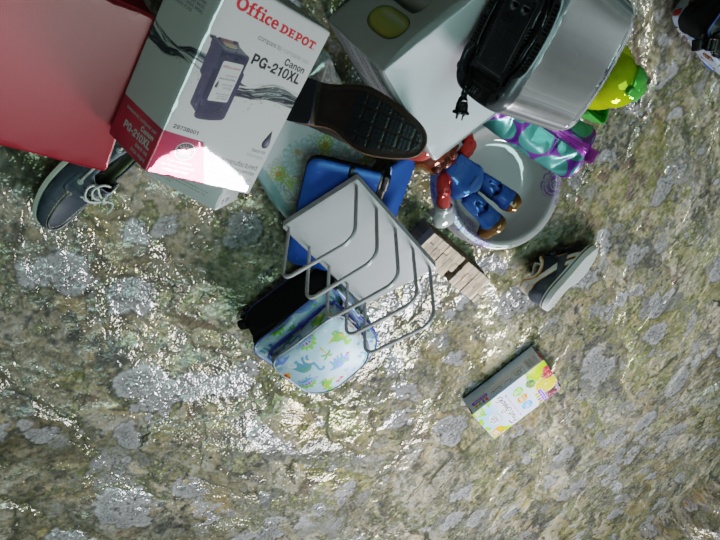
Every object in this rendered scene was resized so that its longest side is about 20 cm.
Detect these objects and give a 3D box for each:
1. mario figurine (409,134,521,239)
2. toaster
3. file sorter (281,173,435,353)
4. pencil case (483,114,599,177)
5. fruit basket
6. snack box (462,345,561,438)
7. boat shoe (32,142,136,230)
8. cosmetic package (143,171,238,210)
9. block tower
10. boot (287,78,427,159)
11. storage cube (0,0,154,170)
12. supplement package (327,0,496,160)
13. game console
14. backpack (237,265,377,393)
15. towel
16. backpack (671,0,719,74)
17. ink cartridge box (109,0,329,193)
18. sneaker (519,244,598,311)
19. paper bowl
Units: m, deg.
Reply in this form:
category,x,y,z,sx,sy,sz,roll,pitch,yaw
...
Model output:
category,x,y,z,sx,sy,sz,roll,pitch,yaw
mario figurine,0.131,-0.141,0.910,0.200,0.124,0.106,42,134,-11
toaster,0.195,-0.236,0.685,0.127,0.114,0.202,9,118,-33
file sorter,0.000,0.000,0.900,0.138,0.126,0.200,-28,126,25
pencil case,0.236,-0.212,0.901,0.198,0.092,0.086,27,93,-18
fruit basket,0.310,-0.294,0.889,0.213,0.214,0.158,19,83,-35
snack box,0.347,0.280,1.455,0.199,0.053,0.142,-38,131,5
boat shoe,-0.331,-0.118,0.807,0.200,0.062,0.075,-45,176,4
cosmetic package,-0.174,-0.191,0.786,0.106,0.085,0.202,28,107,0
block tower,0.157,-0.017,1.138,0.054,0.058,0.199,-45,133,12
boot,-0.001,-0.186,0.784,0.076,0.198,0.097,-69,165,12
storage cube,-0.333,-0.235,0.657,0.178,0.172,0.202,12,118,-33
supplement package,0.095,-0.288,0.806,0.190,0.201,0.147,-37,132,4
game console,-0.011,-0.102,0.971,0.168,0.119,0.202,12,132,-9
backpack,-0.068,0.113,1.066,0.182,0.148,0.200,-38,135,8
towel,-0.082,-0.184,0.903,0.170,0.048,0.201,-34,132,-3
backpack,0.606,-0.395,1.008,0.189,0.155,0.200,32,113,-31
ink cartridge box,-0.142,-0.195,0.655,0.144,0.084,0.202,5,121,-55
sneaker,0.389,-0.005,1.253,0.199,0.079,0.079,-34,144,-33
paper bowl,0.205,-0.140,1.008,0.197,0.104,0.205,-2,102,-12
